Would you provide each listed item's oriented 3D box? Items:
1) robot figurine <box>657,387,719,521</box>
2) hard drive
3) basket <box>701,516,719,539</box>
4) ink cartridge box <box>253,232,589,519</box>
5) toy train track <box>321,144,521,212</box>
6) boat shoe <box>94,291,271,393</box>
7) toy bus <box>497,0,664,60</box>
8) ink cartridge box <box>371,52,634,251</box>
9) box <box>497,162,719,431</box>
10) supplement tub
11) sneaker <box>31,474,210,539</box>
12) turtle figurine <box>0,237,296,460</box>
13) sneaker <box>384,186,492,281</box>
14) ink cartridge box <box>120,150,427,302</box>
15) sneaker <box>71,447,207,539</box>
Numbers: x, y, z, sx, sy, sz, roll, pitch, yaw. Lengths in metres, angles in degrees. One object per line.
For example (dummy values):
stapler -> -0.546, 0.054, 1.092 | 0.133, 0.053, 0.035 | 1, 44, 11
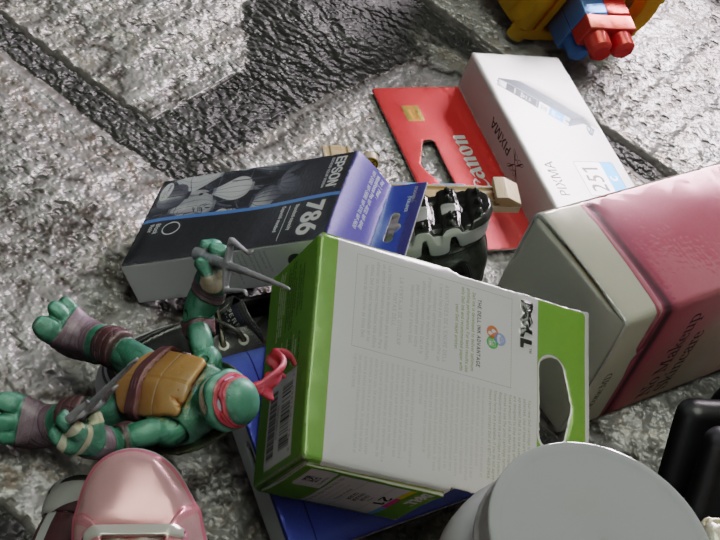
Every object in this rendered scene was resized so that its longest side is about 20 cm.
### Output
robot figurine -> 0.307, 0.134, 0.980 | 0.198, 0.125, 0.152 | 6, 58, -16
hard drive -> 0.014, 0.098, 0.939 | 0.199, 0.025, 0.133 | -13, 75, -32
basket -> 0.254, 0.271, 0.801 | 0.198, 0.162, 0.199 | 14, 43, -11
ink cartridge box -> 0.043, 0.080, 0.902 | 0.198, 0.076, 0.149 | 16, 61, -22
toy train track -> 0.028, -0.066, 1.107 | 0.198, 0.033, 0.115 | 2, 48, -9
boat shoe -> -0.078, 0.046, 0.951 | 0.198, 0.067, 0.070 | -8, 50, -29
toy bus -> 0.222, -0.278, 1.361 | 0.198, 0.136, 0.193 | -7, 63, -31
ink cartridge box -> 0.123, -0.101, 1.197 | 0.175, 0.045, 0.201 | -2, 48, -26
box -> 0.208, 0.016, 1.054 | 0.199, 0.128, 0.109 | -16, 56, -33
supplement tub -> 0.093, 0.201, 0.771 | 0.143, 0.201, 0.146 | 11, 45, -11
sneaker -> -0.106, 0.207, 0.793 | 0.199, 0.076, 0.116 | 26, 58, 3
turtle figurine -> -0.123, 0.063, 0.828 | 0.199, 0.101, 0.150 | -4, 37, 41
sneaker -> 0.000, 0.000, 1.029 | 0.198, 0.091, 0.067 | -8, 35, 5
ink cartridge box -> -0.059, -0.032, 0.981 | 0.198, 0.039, 0.100 | -7, 38, 21
sneaker -> -0.108, 0.177, 0.711 | 0.075, 0.105, 0.202 | 0, 68, -9
